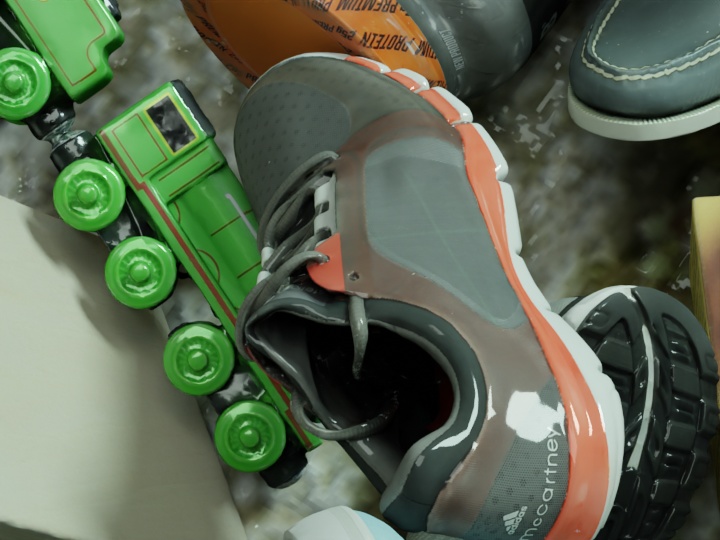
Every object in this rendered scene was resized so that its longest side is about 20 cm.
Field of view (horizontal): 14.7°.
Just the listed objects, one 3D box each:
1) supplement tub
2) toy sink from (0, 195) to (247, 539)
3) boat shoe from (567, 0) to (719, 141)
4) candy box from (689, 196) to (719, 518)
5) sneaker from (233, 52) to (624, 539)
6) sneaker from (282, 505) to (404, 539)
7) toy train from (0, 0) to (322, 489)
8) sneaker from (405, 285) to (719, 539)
[{"bbox_3d":[0.034,-0.142,0.917,0.122,0.123,0.200,30,71,19],"label":"supplement tub"},{"bbox_3d":[-0.145,0.051,0.832,0.112,0.200,0.131,-34,62,21],"label":"toy sink"},{"bbox_3d":[0.129,-0.116,0.902,0.073,0.062,0.200,22,51,36],"label":"boat shoe"},{"bbox_3d":[0.166,0.071,0.834,0.116,0.057,0.201,-5,64,2],"label":"candy box"},{"bbox_3d":[0.000,0.000,0.786,0.081,0.077,0.200,7,32,-36],"label":"sneaker"},{"bbox_3d":[0.052,0.126,0.758,0.082,0.201,0.074,-38,28,-9],"label":"sneaker"},{"bbox_3d":[-0.065,-0.024,0.872,0.056,0.042,0.201,-34,92,-2],"label":"toy train"},{"bbox_3d":[0.042,0.100,0.832,0.074,0.079,0.201,29,79,-25],"label":"sneaker"}]
